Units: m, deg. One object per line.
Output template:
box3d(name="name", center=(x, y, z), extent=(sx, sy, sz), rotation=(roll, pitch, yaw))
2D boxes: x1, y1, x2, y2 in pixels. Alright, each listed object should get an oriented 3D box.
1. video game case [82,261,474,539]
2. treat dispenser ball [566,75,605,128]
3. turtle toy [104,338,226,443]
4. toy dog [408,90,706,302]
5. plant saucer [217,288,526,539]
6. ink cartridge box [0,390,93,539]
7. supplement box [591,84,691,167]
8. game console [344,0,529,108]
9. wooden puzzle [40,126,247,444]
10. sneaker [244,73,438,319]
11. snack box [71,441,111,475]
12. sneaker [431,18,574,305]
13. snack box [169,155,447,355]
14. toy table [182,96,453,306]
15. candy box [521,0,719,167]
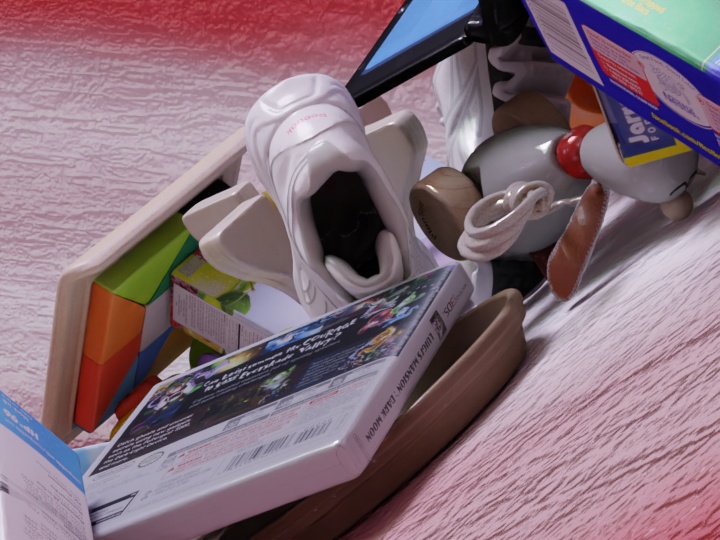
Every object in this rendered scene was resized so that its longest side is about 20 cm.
box3d(name="video game case", center=(-0.054, 0.076, 1.212), extent=(0.200, 0.023, 0.182), rotation=(-23, 17, 29))
box3d(name="treat dispenser ball", center=(0.152, -0.176, 1.514), extent=(0.201, 0.201, 0.201), rotation=(-41, 3, 3))
box3d(name="turtle toy", center=(-0.101, 0.104, 1.614), extent=(0.146, 0.101, 0.200), rotation=(-38, 4, 43))
box3d(name="toy dog", center=(0.109, -0.029, 1.278), extent=(0.132, 0.096, 0.200), rotation=(-35, 17, -2))
box3d(name="plant saucer", center=(0.009, 0.083, 1.236), extent=(0.200, 0.029, 0.200), rotation=(-40, 3, 2))
box3d(name="ink cartridge box", center=(-0.178, 0.150, 1.112), extent=(0.116, 0.068, 0.200), rotation=(-41, 28, 9))
box3d(name="supplement box", center=(0.154, -0.164, 1.184), extent=(0.109, 0.109, 0.200), rotation=(-15, 42, 16))
box3d(name="game console", center=(0.058, -0.201, 1.325), extent=(0.116, 0.176, 0.200), rotation=(7, 41, 23))
box3d(name="wooden puzzle", center=(-0.135, 0.021, 1.605), extent=(0.185, 0.037, 0.200), rotation=(-43, -19, -42))
box3d(name="sneaker", center=(0.000, 0.000, 1.312), extent=(0.078, 0.200, 0.099), rotation=(-28, 34, 2))
box3d(name="snack box", center=(-0.110, 0.114, 1.375), extent=(0.199, 0.037, 0.116), rotation=(-10, -12, -27))
box3d(name="sneaker", center=(0.078, -0.077, 1.413), extent=(0.075, 0.201, 0.081), rotation=(10, -6, -42))
box3d(name="snack box", center=(-0.008, -0.004, 1.619), extent=(0.200, 0.142, 0.053), rotation=(-44, -27, -38))
box3d(name="toy table", center=(-0.010, -0.015, 1.470), extent=(0.183, 0.117, 0.200), rotation=(-25, 13, 30))
box3d(name="candy box", center=(0.185, -0.141, 1.006), extent=(0.200, 0.077, 0.169), rotation=(-42, 44, -10))
